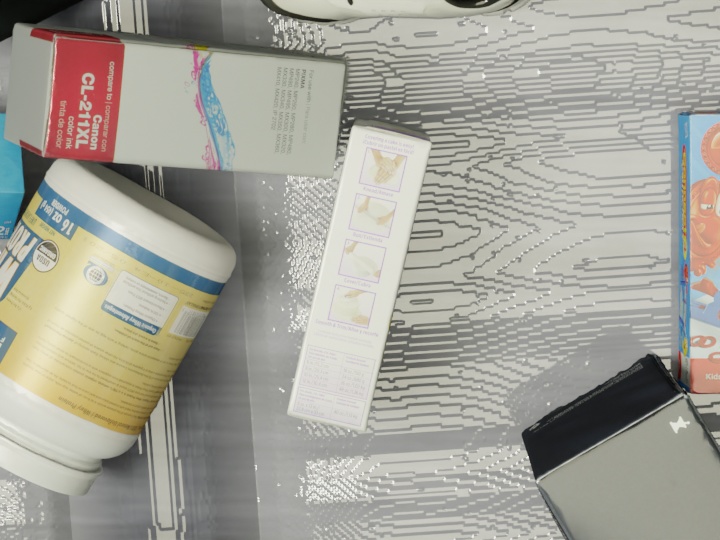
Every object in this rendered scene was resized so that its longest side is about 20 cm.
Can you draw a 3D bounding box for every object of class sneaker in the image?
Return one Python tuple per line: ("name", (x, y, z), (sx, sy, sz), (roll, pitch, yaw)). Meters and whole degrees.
("sneaker", (0.024, -0.208, 1.740), (0.200, 0.080, 0.074), (-3, 97, 2))

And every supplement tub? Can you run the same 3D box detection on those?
("supplement tub", (-0.192, 0.038, 1.729), (0.145, 0.145, 0.200), (30, 94, -2))

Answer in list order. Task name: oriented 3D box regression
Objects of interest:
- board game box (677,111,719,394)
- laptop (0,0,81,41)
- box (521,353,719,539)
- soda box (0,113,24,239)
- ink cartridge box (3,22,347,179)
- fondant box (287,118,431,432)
("board game box", (0.324, -0.014, 1.767), (0.200, 0.056, 0.196), (-1, 95, 0))
("laptop", (-0.252, -0.281, 1.732), (0.177, 0.103, 0.200), (-30, 70, -24))
("box", (0.209, 0.180, 1.714), (0.123, 0.198, 0.200), (-31, 94, 3))
("soda box", (-0.334, -0.067, 1.722), (0.200, 0.064, 0.068), (1, 59, -17))
("ink cartridge box", (-0.126, -0.114, 1.688), (0.200, 0.146, 0.083), (4, 96, -19))
("fondant box", (0.000, 0.000, 1.725), (0.058, 0.144, 0.200), (12, 95, 0))
